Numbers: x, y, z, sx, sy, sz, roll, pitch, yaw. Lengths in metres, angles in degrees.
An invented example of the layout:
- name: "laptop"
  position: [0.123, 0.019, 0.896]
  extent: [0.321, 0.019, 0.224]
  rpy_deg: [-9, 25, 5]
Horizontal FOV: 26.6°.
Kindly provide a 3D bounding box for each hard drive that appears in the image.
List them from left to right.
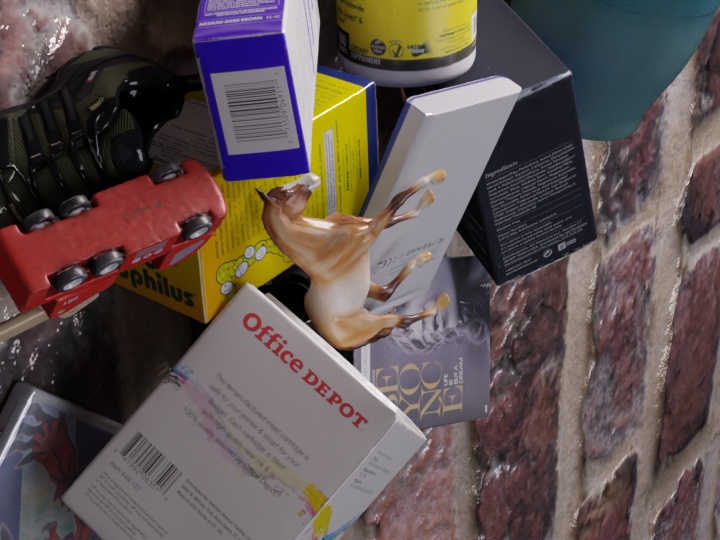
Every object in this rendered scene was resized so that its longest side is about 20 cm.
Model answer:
- name: "hard drive"
  position: [0.045, -0.052, 1.180]
  extent: [0.132, 0.025, 0.200]
  rpy_deg: [-21, 142, -50]

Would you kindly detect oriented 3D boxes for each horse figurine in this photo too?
- name: "horse figurine"
  position: [0.000, 0.000, 1.104]
  extent: [0.132, 0.050, 0.200]
  rpy_deg: [-24, 140, -18]

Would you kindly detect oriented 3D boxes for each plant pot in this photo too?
- name: "plant pot"
  position: [0.226, -0.233, 1.419]
  extent: [0.200, 0.200, 0.188]
  rpy_deg: [-30, 146, -45]

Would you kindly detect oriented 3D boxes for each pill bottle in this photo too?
- name: "pill bottle"
  position: [0.035, -0.253, 1.181]
  extent: [0.112, 0.112, 0.200]
  rpy_deg: [-34, 132, -43]

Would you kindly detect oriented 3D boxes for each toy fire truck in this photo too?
- name: "toy fire truck"
  position: [-0.189, 0.008, 0.952]
  extent: [0.200, 0.049, 0.141]
  rpy_deg: [-25, 167, -33]

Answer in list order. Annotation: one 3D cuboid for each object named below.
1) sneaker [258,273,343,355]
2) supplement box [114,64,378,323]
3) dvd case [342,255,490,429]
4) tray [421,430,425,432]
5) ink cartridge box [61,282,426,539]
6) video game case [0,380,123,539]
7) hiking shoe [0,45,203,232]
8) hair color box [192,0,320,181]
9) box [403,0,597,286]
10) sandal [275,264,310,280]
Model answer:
- name: "sneaker"
  position: [-0.040, 0.049, 1.250]
  extent: [0.200, 0.071, 0.099]
  rpy_deg: [-12, 141, -49]
- name: "supplement box"
  position: [-0.088, -0.066, 1.103]
  extent: [0.200, 0.109, 0.110]
  rpy_deg: [-35, 134, -41]
- name: "dvd case"
  position: [0.052, 0.063, 1.313]
  extent: [0.200, 0.016, 0.149]
  rpy_deg: [-3, 94, -51]
- name: "tray"
  position: [-0.011, 0.169, 1.384]
  extent: [0.200, 0.037, 0.099]
  rpy_deg: [-23, 150, -50]
- name: "ink cartridge box"
  position: [-0.076, 0.139, 1.084]
  extent: [0.200, 0.147, 0.145]
  rpy_deg: [-48, 165, -2]
- name: "video game case"
  position: [-0.226, 0.192, 1.121]
  extent: [0.200, 0.023, 0.182]
  rpy_deg: [37, 76, -56]
- name: "hiking shoe"
  position: [-0.185, -0.074, 0.956]
  extent: [0.200, 0.101, 0.076]
  rpy_deg: [-52, 131, -30]
- name: "hair color box"
  position: [-0.067, -0.163, 1.032]
  extent: [0.200, 0.065, 0.109]
  rpy_deg: [-86, 170, -51]
- name: "box"
  position: [0.117, -0.114, 1.321]
  extent: [0.104, 0.148, 0.200]
  rpy_deg: [-25, 136, -8]
- name: "sandal"
  position: [-0.059, -0.026, 1.219]
  extent: [0.203, 0.082, 0.050]
  rpy_deg: [-5, 68, -53]
